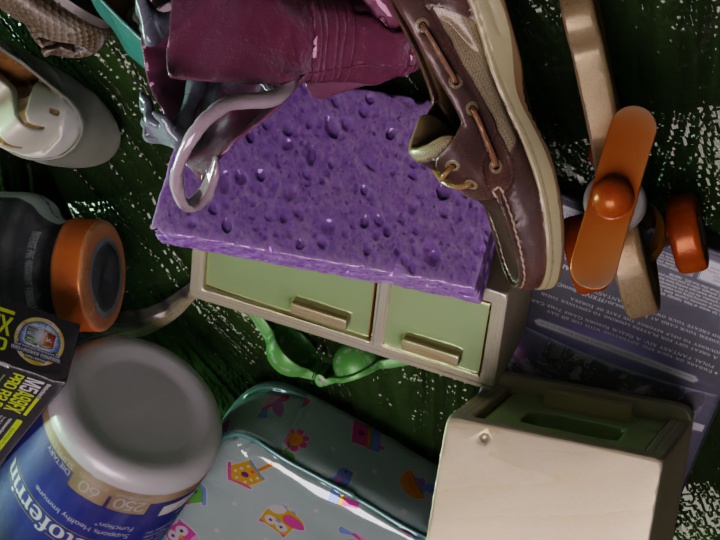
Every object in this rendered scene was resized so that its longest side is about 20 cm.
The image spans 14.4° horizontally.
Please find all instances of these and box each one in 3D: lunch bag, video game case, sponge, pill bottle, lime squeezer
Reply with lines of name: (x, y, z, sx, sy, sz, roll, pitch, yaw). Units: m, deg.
lunch bag: (-0.029, 0.171, 1.867, 0.200, 0.077, 0.160, 29, 130, -3)
video game case: (0.157, 0.047, 1.748, 0.143, 0.019, 0.200, 20, 130, 4)
sponge: (-0.013, -0.053, 1.678, 0.200, 0.112, 0.030, 11, 164, 12)
pill bottle: (-0.252, 0.002, 1.801, 0.200, 0.106, 0.106, 1, 125, 18)
pill bottle: (-0.175, 0.142, 1.828, 0.116, 0.116, 0.200, 30, 134, -4)
lime squeezer: (-0.016, 0.040, 1.798, 0.200, 0.038, 0.071, 17, 101, 11)

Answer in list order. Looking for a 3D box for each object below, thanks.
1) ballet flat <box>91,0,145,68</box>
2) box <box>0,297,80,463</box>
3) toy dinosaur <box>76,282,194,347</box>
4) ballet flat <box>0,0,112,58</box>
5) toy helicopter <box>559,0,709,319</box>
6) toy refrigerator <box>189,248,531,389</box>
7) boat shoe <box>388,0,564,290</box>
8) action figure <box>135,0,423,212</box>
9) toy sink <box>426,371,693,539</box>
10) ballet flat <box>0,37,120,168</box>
ballet flat: (-0.146, -0.190, 1.642, 0.200, 0.067, 0.070, 47, 157, -22)
box: (-0.280, 0.063, 1.765, 0.160, 0.044, 0.200, 19, 151, -15)
toy dinosaur: (-0.185, 0.052, 1.855, 0.200, 0.047, 0.088, -5, 117, 18)
ballet flat: (-0.236, -0.187, 1.683, 0.200, 0.067, 0.046, 33, 114, -13)
toy helicopter: (0.138, -0.069, 1.605, 0.079, 0.132, 0.200, -11, 102, 13)
toy refrigerator: (0.000, 0.000, 1.724, 0.200, 0.070, 0.076, 17, 129, 13)
boat shoe: (0.060, -0.076, 1.594, 0.072, 0.072, 0.200, -20, 112, -11)
action figure: (-0.025, -0.133, 1.596, 0.200, 0.149, 0.134, -7, 139, -15)
toy sink: (0.126, 0.130, 1.723, 0.130, 0.200, 0.112, 11, 98, 13)
ballet flat: (-0.223, -0.107, 1.703, 0.067, 0.064, 0.200, -38, 125, 21)
